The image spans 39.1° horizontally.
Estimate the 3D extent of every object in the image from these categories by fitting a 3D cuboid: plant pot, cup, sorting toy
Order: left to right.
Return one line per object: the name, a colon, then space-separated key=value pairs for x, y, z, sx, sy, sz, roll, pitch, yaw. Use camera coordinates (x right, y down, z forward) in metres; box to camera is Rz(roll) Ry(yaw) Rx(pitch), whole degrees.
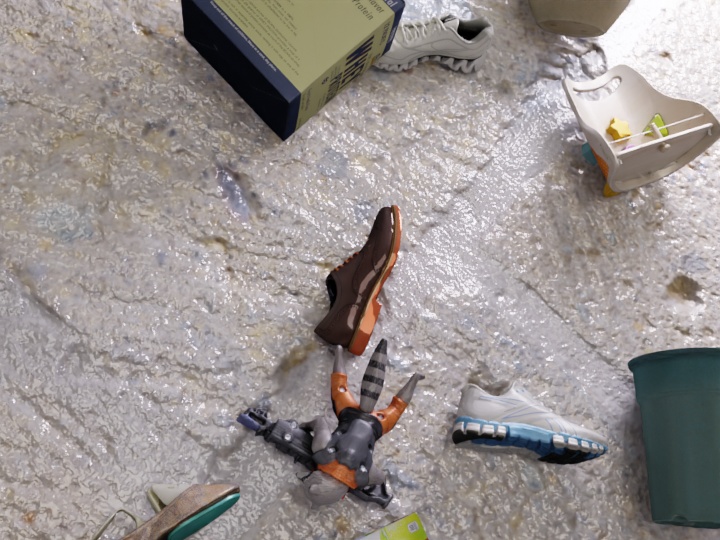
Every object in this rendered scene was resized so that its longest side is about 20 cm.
cup: x=0.316 y=-0.421 z=1.466 sx=0.198 sy=0.200 sz=0.145 roll=10 pitch=92 yaw=-14
sorting toy: x=0.373 y=-0.214 z=1.438 sx=0.199 sy=0.107 sz=0.181 roll=-18 pitch=67 yaw=-23
plant pot: x=0.427 y=0.209 z=1.228 sx=0.198 sy=0.200 sz=0.198 roll=8 pitch=74 yaw=-15

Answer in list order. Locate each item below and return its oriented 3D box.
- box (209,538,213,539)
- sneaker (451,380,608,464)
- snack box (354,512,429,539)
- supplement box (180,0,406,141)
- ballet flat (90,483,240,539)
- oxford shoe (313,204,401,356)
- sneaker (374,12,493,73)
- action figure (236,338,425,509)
box: x=-0.178 y=0.400 z=0.989 sx=0.175 sy=0.097 sz=0.201 roll=-26 pitch=77 yaw=-26
sneaker: x=0.209 y=0.179 z=1.227 sx=0.198 sy=0.075 sz=0.087 roll=14 pitch=59 yaw=-13
snack box: x=0.003 y=0.378 z=1.075 sx=0.199 sy=0.068 sz=0.170 roll=-20 pitch=76 yaw=-23
supplement box: x=-0.087 y=-0.316 z=1.278 sx=0.200 sy=0.134 sz=0.200 roll=-43 pitch=86 yaw=-14
ballet flat: x=-0.218 y=0.264 z=1.052 sx=0.199 sy=0.068 sz=0.067 roll=-33 pitch=73 yaw=-29
oxford shoe: x=0.000 y=0.000 z=1.234 sx=0.072 sy=0.071 sz=0.201 roll=20 pitch=63 yaw=-4
sneaker: x=0.090 y=-0.322 z=1.394 sx=0.198 sy=0.081 sz=0.076 roll=-4 pitch=71 yaw=-18
action figure: x=-0.031 y=0.169 z=1.134 sx=0.199 sy=0.105 sz=0.195 roll=24 pitch=57 yaw=-6
